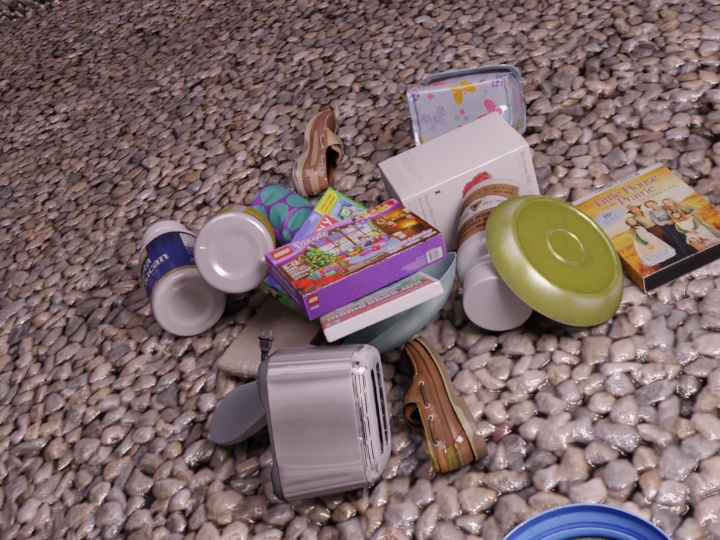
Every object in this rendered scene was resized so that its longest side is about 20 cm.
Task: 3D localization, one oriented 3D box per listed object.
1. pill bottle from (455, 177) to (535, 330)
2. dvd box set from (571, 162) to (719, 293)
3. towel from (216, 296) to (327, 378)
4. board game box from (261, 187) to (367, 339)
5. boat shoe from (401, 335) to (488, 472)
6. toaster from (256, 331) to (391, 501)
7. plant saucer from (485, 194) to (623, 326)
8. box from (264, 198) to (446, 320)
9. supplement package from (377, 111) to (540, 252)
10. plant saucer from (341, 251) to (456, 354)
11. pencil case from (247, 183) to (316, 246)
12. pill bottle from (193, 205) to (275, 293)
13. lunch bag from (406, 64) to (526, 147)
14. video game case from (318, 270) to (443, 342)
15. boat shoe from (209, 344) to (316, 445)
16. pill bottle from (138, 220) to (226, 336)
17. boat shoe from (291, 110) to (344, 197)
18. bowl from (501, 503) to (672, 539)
[{"bbox_3d":[0.182,-0.021,1.257,0.113,0.115,0.201,-9,38,17],"label":"pill bottle"},{"bbox_3d":[0.391,-0.063,1.273,0.145,0.030,0.201,-24,37,-2],"label":"dvd box set"},{"bbox_3d":[-0.101,0.082,1.342,0.132,0.035,0.200,7,45,36],"label":"towel"},{"bbox_3d":[-0.034,-0.014,1.345,0.134,0.029,0.201,30,54,2],"label":"board game box"},{"bbox_3d":[0.079,0.152,1.125,0.067,0.072,0.200,-23,36,-4],"label":"boat shoe"},{"bbox_3d":[-0.039,0.161,1.084,0.128,0.202,0.114,-7,4,11],"label":"toaster"},{"bbox_3d":[0.250,-0.023,1.190,0.198,0.031,0.201,15,48,-17],"label":"plant saucer"},{"bbox_3d":[-0.008,-0.019,1.223,0.199,0.039,0.137,-24,31,-17],"label":"box"},{"bbox_3d":[0.147,-0.123,1.399,0.198,0.122,0.120,-25,36,-3],"label":"supplement package"},{"bbox_3d":[0.058,0.055,1.238,0.201,0.039,0.201,-41,6,5],"label":"plant saucer"},{"bbox_3d":[-0.101,-0.065,1.485,0.092,0.086,0.200,-21,33,-22],"label":"pencil case"},{"bbox_3d":[-0.176,-0.036,1.370,0.110,0.112,0.200,-22,9,0],"label":"pill bottle"},{"bbox_3d":[0.177,-0.263,1.548,0.168,0.129,0.200,-6,10,19],"label":"lunch bag"},{"bbox_3d":[0.018,0.038,1.152,0.142,0.018,0.200,-23,6,-3],"label":"video game case"},{"bbox_3d":[-0.105,0.166,1.207,0.199,0.068,0.074,-40,44,18],"label":"boat shoe"},{"bbox_3d":[-0.282,0.003,1.468,0.110,0.112,0.200,-27,36,-7],"label":"pill bottle"},{"bbox_3d":[-0.061,-0.202,1.657,0.071,0.076,0.201,-3,49,19],"label":"boat shoe"},{"bbox_3d":[0.209,0.311,0.885,0.199,0.040,0.202,-14,37,11],"label":"bowl"}]
